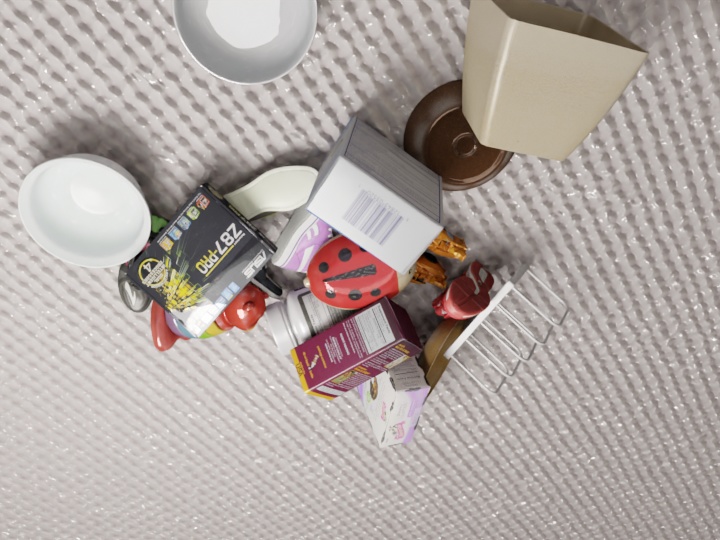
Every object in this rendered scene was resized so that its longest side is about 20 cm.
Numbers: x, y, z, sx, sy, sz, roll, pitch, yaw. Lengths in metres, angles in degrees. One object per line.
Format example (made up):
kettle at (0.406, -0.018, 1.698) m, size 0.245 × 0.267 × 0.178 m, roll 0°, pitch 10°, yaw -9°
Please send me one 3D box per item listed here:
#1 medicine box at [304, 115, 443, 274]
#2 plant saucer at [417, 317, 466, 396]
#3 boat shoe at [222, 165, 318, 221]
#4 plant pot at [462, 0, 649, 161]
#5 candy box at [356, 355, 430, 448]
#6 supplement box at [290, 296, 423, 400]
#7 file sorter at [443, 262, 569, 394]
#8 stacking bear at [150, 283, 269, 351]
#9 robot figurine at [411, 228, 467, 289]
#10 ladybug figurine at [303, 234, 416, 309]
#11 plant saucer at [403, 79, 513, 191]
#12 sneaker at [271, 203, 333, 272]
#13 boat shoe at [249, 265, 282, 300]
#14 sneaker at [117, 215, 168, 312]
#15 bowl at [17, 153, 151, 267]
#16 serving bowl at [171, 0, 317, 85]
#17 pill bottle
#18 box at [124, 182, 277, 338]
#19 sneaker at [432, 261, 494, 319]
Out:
medicine box at (0.028, -0.122, 1.000) m, size 0.181 × 0.201 × 0.103 m, roll 33°, pitch 117°, yaw -12°
plant saucer at (0.147, 0.170, 1.276) m, size 0.035 × 0.200 × 0.202 m, roll 27°, pitch 126°, yaw 18°
boat shoe at (-0.158, -0.126, 1.085) m, size 0.200 × 0.060 × 0.073 m, roll -21°, pitch 103°, yaw 9°
plant pot at (0.246, -0.274, 0.929) m, size 0.197 × 0.201 × 0.178 m, roll 9°, pitch 124°, yaw -12°
candy box at (0.051, 0.205, 1.246) m, size 0.071 × 0.201 × 0.169 m, roll -5°, pitch 133°, yaw -19°
supplement box at (-0.006, 0.138, 1.123) m, size 0.199 × 0.086 × 0.110 m, roll -30°, pitch 155°, yaw 12°
file sorter at (0.281, 0.111, 1.225) m, size 0.124 × 0.139 × 0.201 m, roll 41°, pitch 118°, yaw 10°
stacking bear at (-0.261, 0.070, 1.155) m, size 0.198 × 0.121 × 0.115 m, roll -7°, pitch 98°, yaw 20°
robot figurine at (0.086, -0.043, 1.170) m, size 0.198 × 0.058 × 0.146 m, roll 19°, pitch 121°, yaw -19°
ladybug figurine at (0.000, 0.000, 1.092) m, size 0.198 × 0.072 × 0.137 m, roll -17°, pitch 96°, yaw 1°
plant saucer at (0.171, -0.212, 1.071) m, size 0.198 × 0.037 × 0.202 m, roll -2°, pitch 126°, yaw -3°
sneaker at (-0.064, -0.072, 1.134) m, size 0.113 × 0.073 × 0.201 m, roll 19°, pitch 131°, yaw -24°
boat shoe at (-0.202, -0.012, 1.158) m, size 0.200 × 0.075 × 0.061 m, roll 41°, pitch 73°, yaw -45°
sneaker at (-0.387, -0.001, 1.137) m, size 0.076 × 0.084 × 0.201 m, roll 13°, pitch 123°, yaw -14°
bowl at (-0.435, -0.110, 1.049) m, size 0.198 × 0.091 × 0.203 m, roll -3°, pitch 126°, yaw -4°
serving bowl at (-0.159, -0.369, 0.905) m, size 0.197 × 0.066 × 0.202 m, roll -3°, pitch 127°, yaw -4°
pill bottle at (-0.066, 0.075, 1.184) m, size 0.198 × 0.114 × 0.115 m, roll -22°, pitch 126°, yaw -5°
box at (-0.259, -0.016, 1.060) m, size 0.161 × 0.049 × 0.200 m, roll 43°, pitch 99°, yaw -10°
sneaker at (0.176, 0.065, 1.184) m, size 0.078 × 0.200 × 0.116 m, roll 46°, pitch 120°, yaw 8°
